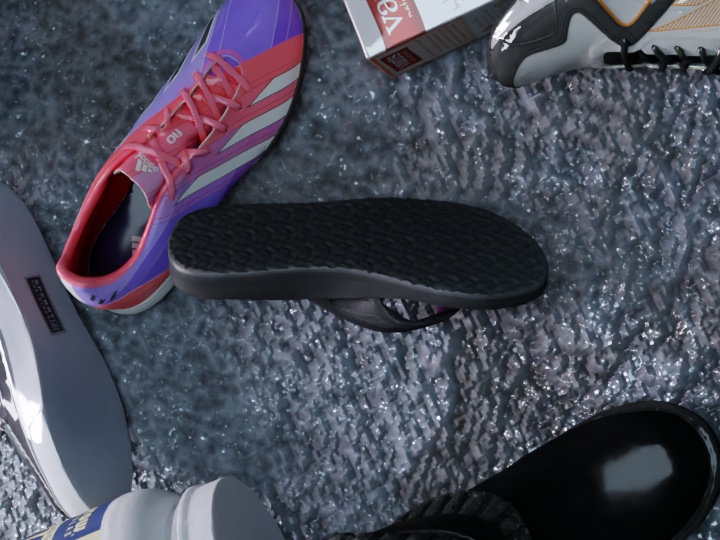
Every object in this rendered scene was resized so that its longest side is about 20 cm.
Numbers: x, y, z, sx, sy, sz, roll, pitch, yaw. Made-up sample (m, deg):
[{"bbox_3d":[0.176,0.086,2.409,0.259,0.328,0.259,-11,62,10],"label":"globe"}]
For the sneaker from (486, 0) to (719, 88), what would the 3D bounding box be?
[{"bbox_3d":[0.159,-0.129,0.973,0.199,0.074,0.081,-21,82,13],"label":"sneaker"}]

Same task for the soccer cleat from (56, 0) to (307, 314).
[{"bbox_3d":[-0.094,-0.066,1.036,0.068,0.073,0.201,34,95,15],"label":"soccer cleat"}]

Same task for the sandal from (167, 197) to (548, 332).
[{"bbox_3d":[0.000,-0.001,1.014,0.199,0.048,0.076,3,42,9],"label":"sandal"}]

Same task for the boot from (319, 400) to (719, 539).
[{"bbox_3d":[0.073,0.130,0.929,0.210,0.158,0.080,-30,78,11],"label":"boot"}]

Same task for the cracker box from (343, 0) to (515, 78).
[{"bbox_3d":[0.073,-0.205,1.011,0.199,0.058,0.135,-25,79,13],"label":"cracker box"}]

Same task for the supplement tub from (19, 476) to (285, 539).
[{"bbox_3d":[-0.133,0.199,0.988,0.199,0.145,0.146,-24,79,12],"label":"supplement tub"}]

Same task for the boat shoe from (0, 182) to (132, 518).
[{"bbox_3d":[-0.190,0.052,1.060,0.066,0.070,0.201,-30,81,29],"label":"boat shoe"}]
